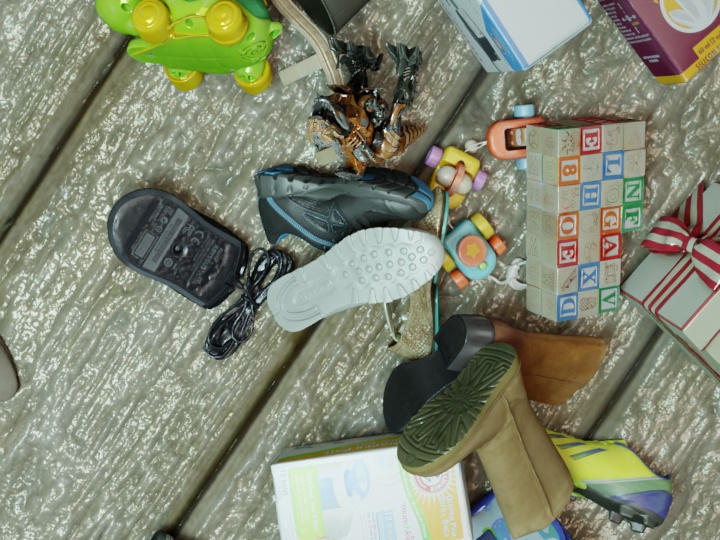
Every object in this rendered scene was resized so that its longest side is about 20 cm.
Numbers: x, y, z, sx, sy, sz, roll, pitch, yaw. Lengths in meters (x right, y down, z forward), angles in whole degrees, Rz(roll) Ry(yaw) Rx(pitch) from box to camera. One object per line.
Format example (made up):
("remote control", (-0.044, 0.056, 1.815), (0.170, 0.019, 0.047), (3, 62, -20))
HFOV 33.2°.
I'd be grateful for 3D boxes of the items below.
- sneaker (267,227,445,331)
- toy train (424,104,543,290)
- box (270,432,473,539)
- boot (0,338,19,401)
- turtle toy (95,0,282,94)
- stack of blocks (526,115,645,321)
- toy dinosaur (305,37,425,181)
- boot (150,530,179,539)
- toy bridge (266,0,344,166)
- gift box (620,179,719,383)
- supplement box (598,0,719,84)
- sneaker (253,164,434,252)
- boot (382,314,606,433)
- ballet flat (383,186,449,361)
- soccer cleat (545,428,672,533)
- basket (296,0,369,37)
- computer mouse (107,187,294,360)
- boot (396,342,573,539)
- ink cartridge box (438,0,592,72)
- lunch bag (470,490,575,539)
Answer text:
("sneaker", (0.000, 0.000, 1.235), (0.198, 0.080, 0.077), (-17, 92, 25))
("toy train", (0.144, -0.075, 1.291), (0.148, 0.056, 0.203), (-1, 97, -6))
("box", (0.014, 0.236, 1.272), (0.197, 0.101, 0.114), (-8, 91, 4))
("boot", (-0.428, 0.069, 1.201), (0.070, 0.146, 0.200), (-45, 100, -1))
("turtle toy", (-0.172, -0.252, 1.203), (0.197, 0.146, 0.103), (5, 74, 10))
("stack of blocks", (0.238, -0.057, 1.282), (0.114, 0.058, 0.203), (-8, 105, -26))
("toy dinosaur", (0.006, -0.157, 1.208), (0.101, 0.200, 0.138), (8, 93, 10))
("boot", (-0.185, 0.398, 1.307), (0.152, 0.073, 0.206), (18, 96, -11))
("toy bridge", (-0.054, -0.212, 1.247), (0.027, 0.067, 0.202), (-32, 103, -43))
("gift box", (0.404, 0.010, 1.272), (0.186, 0.184, 0.201), (40, 88, -18))
("supplement box", (0.310, -0.309, 1.264), (0.110, 0.086, 0.201), (-40, 99, 0))
("sneaker", (-0.015, -0.063, 1.249), (0.197, 0.073, 0.083), (6, 108, 26))
("boot", (0.140, 0.119, 1.299), (0.198, 0.069, 0.189), (10, 128, -33))
("ballet flat", (0.056, 0.008, 1.268), (0.064, 0.071, 0.203), (4, 112, 3))
("soccer cleat", (0.259, 0.216, 1.346), (0.198, 0.065, 0.084), (29, 64, -5))
("basket", (0.003, -0.362, 1.203), (0.199, 0.136, 0.181), (-35, 80, -5))
("computer mouse", (-0.182, -0.012, 1.270), (0.199, 0.053, 0.139), (38, 90, -21))
("boot", (0.133, 0.198, 1.202), (0.175, 0.066, 0.202), (-41, 126, -24))
("ink cartridge box", (0.135, -0.278, 1.192), (0.083, 0.200, 0.146), (-36, 100, 2))
("lunch bag", (0.171, 0.348, 1.318), (0.169, 0.127, 0.201), (-38, 81, 1))
